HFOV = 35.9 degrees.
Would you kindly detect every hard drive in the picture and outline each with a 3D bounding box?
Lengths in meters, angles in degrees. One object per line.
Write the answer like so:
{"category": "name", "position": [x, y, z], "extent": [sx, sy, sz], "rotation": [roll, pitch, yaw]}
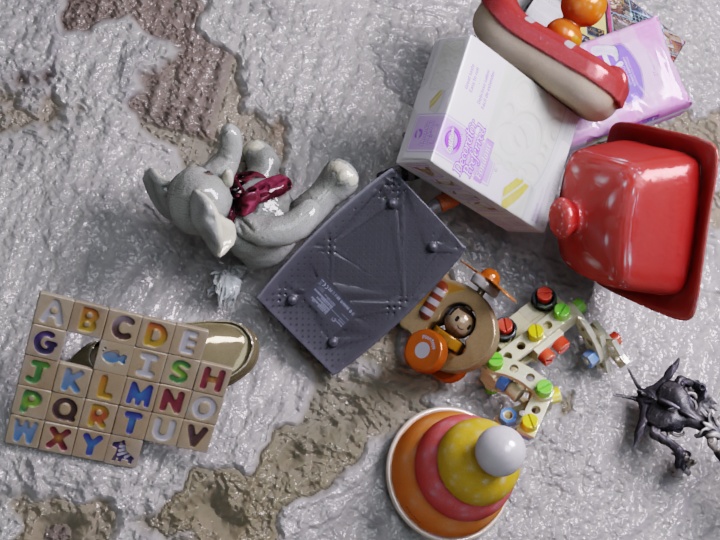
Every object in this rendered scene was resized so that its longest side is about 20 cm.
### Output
{"category": "hard drive", "position": [0.000, 0.000, 1.194], "extent": [0.200, 0.042, 0.135], "rotation": [-44, 103, 4]}

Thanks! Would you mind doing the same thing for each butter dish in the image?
{"category": "butter dish", "position": [0.276, -0.059, 1.226], "extent": [0.147, 0.200, 0.201], "rotation": [-1, 105, -22]}

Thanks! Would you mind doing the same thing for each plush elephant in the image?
{"category": "plush elephant", "position": [-0.135, -0.077, 1.155], "extent": [0.164, 0.155, 0.201], "rotation": [27, 79, 40]}

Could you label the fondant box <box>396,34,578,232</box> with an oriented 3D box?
{"category": "fondant box", "position": [0.143, -0.144, 1.211], "extent": [0.199, 0.058, 0.145], "rotation": [26, 77, -38]}

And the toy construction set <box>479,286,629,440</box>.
{"category": "toy construction set", "position": [0.214, 0.098, 1.252], "extent": [0.199, 0.092, 0.131], "rotation": [-27, 58, -30]}

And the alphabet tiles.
{"category": "alphabet tiles", "position": [-0.235, 0.118, 1.097], "extent": [0.199, 0.008, 0.168], "rotation": [14, 109, -14]}

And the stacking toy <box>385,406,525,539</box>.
{"category": "stacking toy", "position": [0.119, 0.199, 1.133], "extent": [0.145, 0.200, 0.147], "rotation": [5, 73, -16]}

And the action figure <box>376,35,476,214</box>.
{"category": "action figure", "position": [0.108, -0.159, 1.281], "extent": [0.193, 0.104, 0.201], "rotation": [-31, 110, -45]}

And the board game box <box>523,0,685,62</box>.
{"category": "board game box", "position": [0.308, -0.301, 1.433], "extent": [0.199, 0.035, 0.136], "rotation": [36, 67, -4]}

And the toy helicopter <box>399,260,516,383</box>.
{"category": "toy helicopter", "position": [0.095, 0.017, 1.234], "extent": [0.132, 0.079, 0.201], "rotation": [-33, 61, 18]}

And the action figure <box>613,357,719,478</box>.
{"category": "action figure", "position": [0.389, 0.184, 1.279], "extent": [0.199, 0.102, 0.119], "rotation": [28, 74, 21]}

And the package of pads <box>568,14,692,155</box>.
{"category": "package of pads", "position": [0.287, -0.218, 1.350], "extent": [0.199, 0.076, 0.121], "rotation": [-20, 79, 0]}

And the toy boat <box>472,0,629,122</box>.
{"category": "toy boat", "position": [0.227, -0.266, 1.248], "extent": [0.199, 0.130, 0.131], "rotation": [35, 97, 15]}

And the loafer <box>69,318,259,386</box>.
{"category": "loafer", "position": [-0.197, 0.093, 1.140], "extent": [0.198, 0.067, 0.077], "rotation": [-11, 78, -19]}
